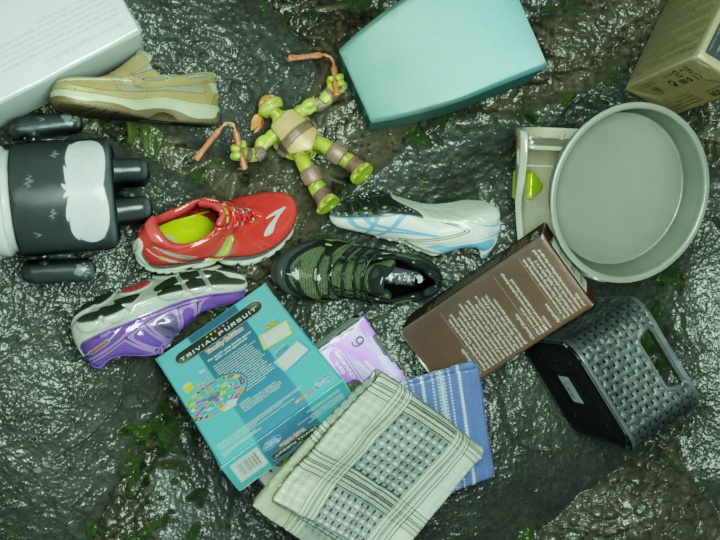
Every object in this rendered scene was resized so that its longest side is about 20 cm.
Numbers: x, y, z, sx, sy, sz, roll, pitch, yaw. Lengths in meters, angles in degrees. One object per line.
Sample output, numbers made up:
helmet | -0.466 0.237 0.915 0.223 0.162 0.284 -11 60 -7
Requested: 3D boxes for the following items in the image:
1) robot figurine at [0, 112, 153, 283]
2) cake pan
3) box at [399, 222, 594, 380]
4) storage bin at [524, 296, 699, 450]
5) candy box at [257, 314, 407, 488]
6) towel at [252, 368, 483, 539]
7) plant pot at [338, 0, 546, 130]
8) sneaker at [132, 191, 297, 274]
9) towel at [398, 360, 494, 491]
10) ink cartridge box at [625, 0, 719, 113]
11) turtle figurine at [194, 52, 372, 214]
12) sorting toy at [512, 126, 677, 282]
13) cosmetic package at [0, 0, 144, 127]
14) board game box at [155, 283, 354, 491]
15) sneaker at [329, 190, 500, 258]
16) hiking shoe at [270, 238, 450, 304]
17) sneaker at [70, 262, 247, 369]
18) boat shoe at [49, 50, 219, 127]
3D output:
robot figurine | -0.326 -0.078 1.234 0.199 0.125 0.151 -5 49 -9
cake pan | 0.293 -0.087 1.276 0.199 0.037 0.201 -4 103 -18
box | 0.154 0.046 1.292 0.200 0.075 0.100 -35 95 17
storage bin | 0.272 0.110 1.280 0.094 0.200 0.136 -33 94 -9
candy box | -0.035 0.176 1.296 0.200 0.072 0.168 -35 95 -8
towel | 0.013 0.221 1.206 0.200 0.035 0.192 -47 126 4
plant pot | 0.081 -0.245 1.296 0.199 0.141 0.142 -24 92 -1
sneaker | -0.151 -0.048 1.259 0.199 0.085 0.077 -18 73 -28
towel | 0.048 0.188 1.261 0.199 0.024 0.146 -14 105 -13
ink cartridge box | 0.403 -0.278 1.313 0.075 0.200 0.165 29 85 -7
turtle figurine | -0.075 -0.141 1.301 0.200 0.064 0.161 -39 80 -15
sorting toy | 0.250 -0.074 1.340 0.199 0.107 0.181 0 100 -19
cosmetic package | -0.367 -0.286 1.231 0.199 0.123 0.201 -29 92 -9
board game box | -0.115 0.119 1.229 0.151 0.200 0.047 -35 131 -8
sneaker | 0.061 -0.048 1.323 0.199 0.072 0.073 5 116 -2
hiking shoe | 0.000 0.000 1.292 0.199 0.101 0.076 1 88 -9
sneaker | -0.220 0.050 1.282 0.199 0.081 0.084 -20 117 -11
boat shoe | -0.244 -0.201 1.247 0.199 0.071 0.077 0 93 -44
